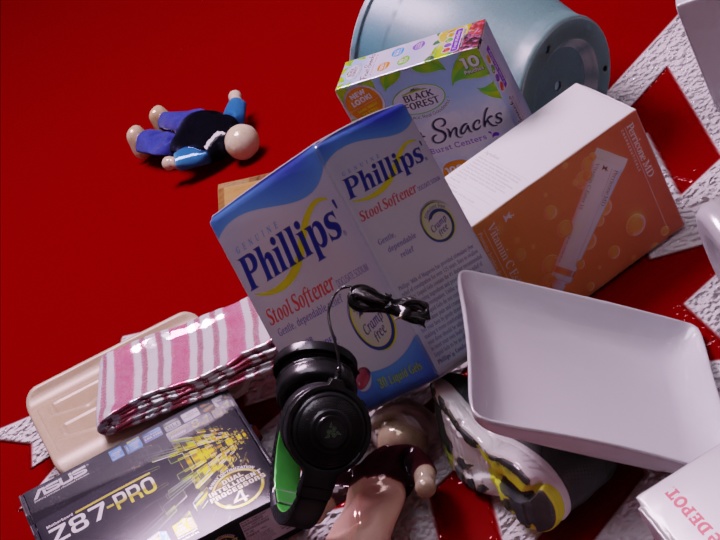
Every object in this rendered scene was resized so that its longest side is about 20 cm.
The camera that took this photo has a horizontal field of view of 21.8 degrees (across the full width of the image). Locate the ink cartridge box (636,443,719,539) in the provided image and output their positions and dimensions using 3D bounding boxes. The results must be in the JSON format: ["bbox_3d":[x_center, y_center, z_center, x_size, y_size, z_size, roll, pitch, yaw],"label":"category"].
[{"bbox_3d":[0.295,0.153,1.168,0.199,0.084,0.145,-32,29,-4],"label":"ink cartridge box"}]

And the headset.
[{"bbox_3d":[-0.017,0.101,1.395,0.093,0.202,0.124,10,27,-14],"label":"headset"}]

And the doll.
[{"bbox_3d":[-0.182,-0.157,2.124,0.136,0.049,0.199,-45,32,-24],"label":"doll"}]

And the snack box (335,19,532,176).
[{"bbox_3d":[0.084,-0.111,1.654,0.141,0.201,0.053,-14,34,24],"label":"snack box"}]

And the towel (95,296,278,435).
[{"bbox_3d":[-0.142,0.070,1.634,0.198,0.030,0.147,-22,21,1],"label":"towel"}]

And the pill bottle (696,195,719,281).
[{"bbox_3d":[0.360,-0.042,1.389,0.199,0.113,0.112,-28,29,2],"label":"pill bottle"}]

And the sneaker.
[{"bbox_3d":[0.121,0.128,1.395,0.084,0.075,0.200,-22,30,-17],"label":"sneaker"}]

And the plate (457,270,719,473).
[{"bbox_3d":[0.165,0.081,1.356,0.198,0.033,0.200,13,30,-8],"label":"plate"}]

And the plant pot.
[{"bbox_3d":[0.124,-0.191,1.759,0.187,0.201,0.200,23,56,39],"label":"plant pot"}]

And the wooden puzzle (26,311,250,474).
[{"bbox_3d":[-0.199,0.119,1.680,0.184,0.047,0.200,-27,22,-11],"label":"wooden puzzle"}]

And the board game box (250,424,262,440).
[{"bbox_3d":[-0.175,0.202,1.579,0.102,0.020,0.200,2,41,41],"label":"board game box"}]

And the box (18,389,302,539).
[{"bbox_3d":[-0.163,0.196,1.511,0.198,0.049,0.161,-26,33,-9],"label":"box"}]

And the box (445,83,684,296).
[{"bbox_3d":[0.151,-0.043,1.567,0.199,0.125,0.097,-36,30,-11],"label":"box"}]

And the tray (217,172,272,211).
[{"bbox_3d":[-0.032,-0.054,1.698,0.098,0.199,0.037,-11,76,30],"label":"tray"}]

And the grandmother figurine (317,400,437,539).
[{"bbox_3d":[0.012,0.173,1.424,0.120,0.061,0.201,-7,33,27],"label":"grandmother figurine"}]

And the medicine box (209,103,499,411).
[{"bbox_3d":[0.000,0.000,1.487,0.102,0.201,0.182,-29,-1,-37],"label":"medicine box"}]

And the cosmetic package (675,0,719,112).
[{"bbox_3d":[0.396,-0.274,1.716,0.198,0.124,0.201,-19,29,17],"label":"cosmetic package"}]
